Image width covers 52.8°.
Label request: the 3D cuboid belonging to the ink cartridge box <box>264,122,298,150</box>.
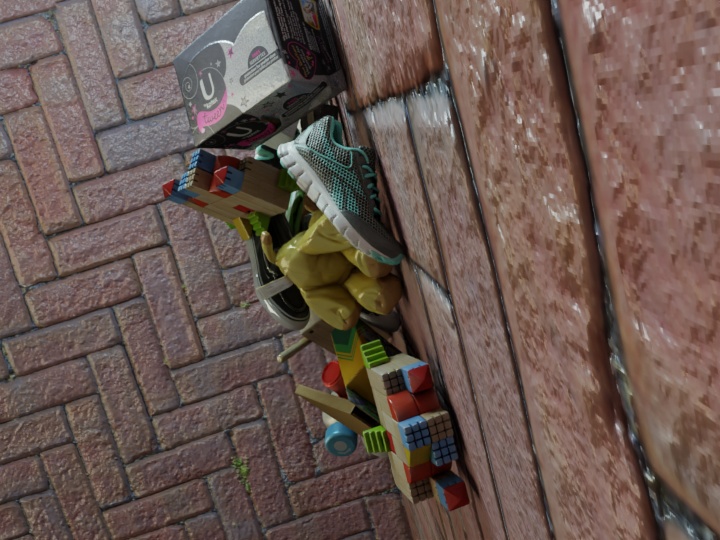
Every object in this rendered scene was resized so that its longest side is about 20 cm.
[{"bbox_3d":[-0.133,-0.303,1.119,0.068,0.114,0.204,151,137,-66],"label":"ink cartridge box"}]

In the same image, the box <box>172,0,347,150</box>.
[{"bbox_3d":[-0.136,-0.256,0.949,0.114,0.198,0.135,-8,-100,-50],"label":"box"}]

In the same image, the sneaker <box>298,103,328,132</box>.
[{"bbox_3d":[-0.085,-0.310,1.246,0.070,0.073,0.203,23,130,30],"label":"sneaker"}]

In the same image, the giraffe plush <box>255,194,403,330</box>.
[{"bbox_3d":[-0.030,-0.032,0.988,0.163,0.196,0.175,-60,-42,-53],"label":"giraffe plush"}]

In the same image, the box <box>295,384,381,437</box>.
[{"bbox_3d":[0.004,0.227,1.079,0.163,0.022,0.199,37,164,-22],"label":"box"}]

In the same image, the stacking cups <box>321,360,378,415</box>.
[{"bbox_3d":[0.020,0.193,1.107,0.200,0.060,0.061,43,-163,-37],"label":"stacking cups"}]

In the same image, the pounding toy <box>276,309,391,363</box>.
[{"bbox_3d":[-0.059,0.081,1.320,0.183,0.141,0.202,36,-154,-43],"label":"pounding toy"}]

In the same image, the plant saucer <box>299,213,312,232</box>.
[{"bbox_3d":[-0.026,-0.026,1.281,0.201,0.050,0.201,48,-162,-21],"label":"plant saucer"}]

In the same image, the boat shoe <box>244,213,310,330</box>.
[{"bbox_3d":[-0.118,-0.012,1.048,0.071,0.071,0.202,-50,55,38],"label":"boat shoe"}]

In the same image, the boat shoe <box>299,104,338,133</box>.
[{"bbox_3d":[-0.054,-0.174,1.183,0.075,0.072,0.203,-103,6,-55],"label":"boat shoe"}]

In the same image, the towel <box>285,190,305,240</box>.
[{"bbox_3d":[-0.115,-0.075,1.191,0.200,0.030,0.152,-101,23,-74],"label":"towel"}]

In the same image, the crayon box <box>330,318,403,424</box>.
[{"bbox_3d":[0.029,0.150,1.040,0.125,0.052,0.201,39,-169,-20],"label":"crayon box"}]

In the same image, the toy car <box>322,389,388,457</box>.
[{"bbox_3d":[0.045,0.285,1.392,0.200,0.176,0.186,44,-156,-23],"label":"toy car"}]

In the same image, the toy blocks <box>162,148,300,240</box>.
[{"bbox_3d":[-0.190,-0.118,1.017,0.198,0.135,0.102,-10,65,53],"label":"toy blocks"}]

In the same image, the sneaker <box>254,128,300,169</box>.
[{"bbox_3d":[-0.153,-0.151,1.220,0.140,0.076,0.204,-132,60,-77],"label":"sneaker"}]

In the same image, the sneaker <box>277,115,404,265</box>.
[{"bbox_3d":[-0.008,-0.096,0.826,0.201,0.091,0.077,49,-171,13],"label":"sneaker"}]

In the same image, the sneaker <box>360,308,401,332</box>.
[{"bbox_3d":[0.000,0.000,1.109,0.199,0.116,0.075,36,176,17],"label":"sneaker"}]

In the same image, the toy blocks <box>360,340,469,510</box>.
[{"bbox_3d":[0.064,0.183,0.829,0.137,0.098,0.204,180,75,-77],"label":"toy blocks"}]

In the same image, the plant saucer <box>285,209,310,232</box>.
[{"bbox_3d":[-0.113,-0.068,1.377,0.037,0.201,0.201,30,158,20],"label":"plant saucer"}]
